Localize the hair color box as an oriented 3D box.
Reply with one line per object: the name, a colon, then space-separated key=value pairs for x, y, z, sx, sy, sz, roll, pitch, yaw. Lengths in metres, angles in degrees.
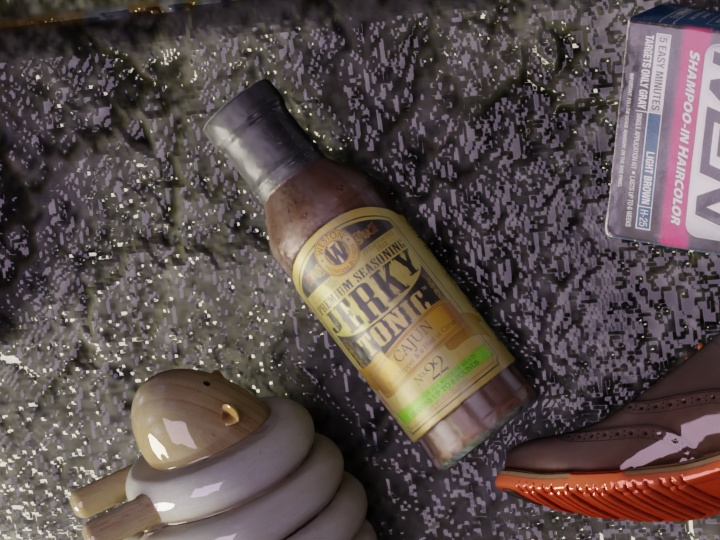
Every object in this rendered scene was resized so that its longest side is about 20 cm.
hair color box: x=0.212 y=-0.052 z=1.024 sx=0.198 sy=0.060 sz=0.101 roll=9 pitch=105 yaw=19

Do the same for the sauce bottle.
sauce bottle: x=0.000 y=0.000 z=1.118 sx=0.065 sy=0.065 sz=0.200 roll=-42 pitch=85 yaw=24

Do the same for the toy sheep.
toy sheep: x=-0.055 y=0.137 z=1.135 sx=0.137 sy=0.138 sz=0.201 roll=-14 pitch=110 yaw=24

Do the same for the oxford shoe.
oxford shoe: x=0.154 y=0.071 z=1.081 sx=0.198 sy=0.071 sz=0.073 roll=-10 pitch=69 yaw=26
